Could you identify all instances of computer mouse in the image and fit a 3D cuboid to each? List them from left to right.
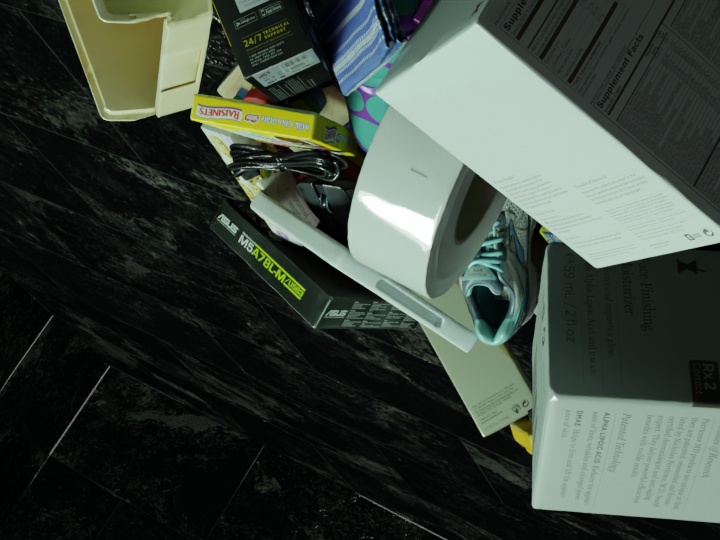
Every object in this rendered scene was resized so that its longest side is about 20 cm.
[{"bbox_3d":[-0.045,-0.065,1.108,0.139,0.046,0.200,10,168,27],"label":"computer mouse"}]

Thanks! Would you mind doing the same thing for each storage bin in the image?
[{"bbox_3d":[-0.196,-0.245,0.943,0.200,0.093,0.200,132,118,-72],"label":"storage bin"}]

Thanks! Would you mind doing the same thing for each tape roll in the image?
[{"bbox_3d":[0.069,-0.082,0.901,0.070,0.203,0.203,27,162,16],"label":"tape roll"}]

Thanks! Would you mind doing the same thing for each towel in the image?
[{"bbox_3d":[-0.032,-0.228,0.801,0.201,0.024,0.145,68,165,-2],"label":"towel"}]

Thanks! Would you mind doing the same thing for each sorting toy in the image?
[{"bbox_3d":[-0.053,-0.136,1.182,0.198,0.070,0.200,37,162,-13],"label":"sorting toy"}]

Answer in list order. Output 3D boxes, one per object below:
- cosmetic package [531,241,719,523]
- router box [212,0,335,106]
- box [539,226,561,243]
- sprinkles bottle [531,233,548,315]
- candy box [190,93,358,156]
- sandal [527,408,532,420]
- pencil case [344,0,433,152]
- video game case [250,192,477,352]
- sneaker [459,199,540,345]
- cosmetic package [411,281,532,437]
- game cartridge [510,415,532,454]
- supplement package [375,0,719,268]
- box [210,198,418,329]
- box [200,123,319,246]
[{"bbox_3d":[0.246,0.094,0.961,0.198,0.166,0.166,2,138,5],"label":"cosmetic package"},{"bbox_3d":[-0.077,-0.207,0.832,0.200,0.052,0.158,-35,-78,-86],"label":"router box"},{"bbox_3d":[0.247,0.002,1.047,0.070,0.065,0.200,10,151,50],"label":"box"},{"bbox_3d":[0.219,0.034,1.171,0.199,0.068,0.068,36,162,-8],"label":"sprinkles bottle"},{"bbox_3d":[-0.067,-0.122,0.990,0.101,0.027,0.200,13,-176,9],"label":"candy box"},{"bbox_3d":[0.221,0.114,1.195,0.075,0.045,0.200,-16,-179,29],"label":"sandal"},{"bbox_3d":[0.027,-0.167,0.940,0.092,0.085,0.200,41,166,18],"label":"pencil case"},{"bbox_3d":[0.000,0.000,1.130,0.182,0.023,0.200,34,-179,-34],"label":"video game case"},{"bbox_3d":[0.123,-0.021,1.068,0.077,0.086,0.201,-1,120,27],"label":"sneaker"},{"bbox_3d":[0.118,0.075,1.262,0.201,0.071,0.105,61,-173,8],"label":"cosmetic package"},{"bbox_3d":[0.249,0.148,1.207,0.200,0.175,0.033,49,-159,-87],"label":"game cartridge"},{"bbox_3d":[0.148,-0.126,0.732,0.199,0.151,0.152,36,162,-14],"label":"supplement package"},{"bbox_3d":[-0.044,-0.005,1.327,0.193,0.048,0.199,39,-161,32],"label":"box"},{"bbox_3d":[-0.098,-0.096,1.182,0.041,0.039,0.200,23,160,30],"label":"box"}]
